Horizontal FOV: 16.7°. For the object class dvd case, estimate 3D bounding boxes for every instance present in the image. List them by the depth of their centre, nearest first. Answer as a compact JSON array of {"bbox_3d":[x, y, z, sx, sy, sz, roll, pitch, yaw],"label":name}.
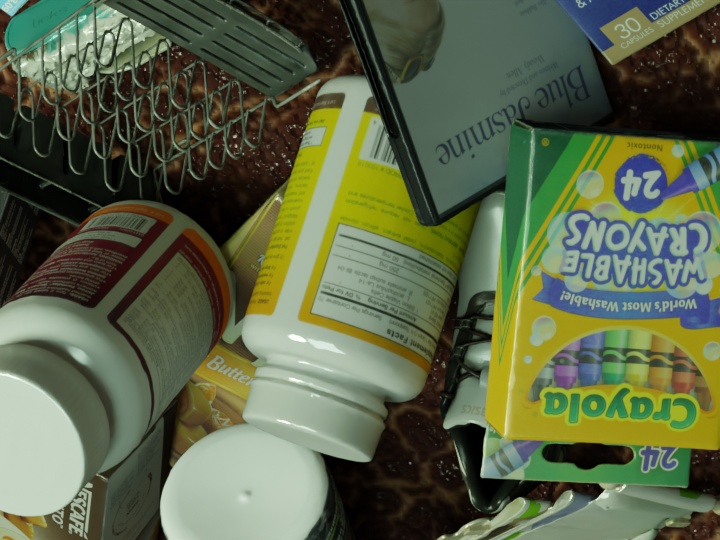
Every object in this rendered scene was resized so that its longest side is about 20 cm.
[{"bbox_3d":[0.055,-0.143,1.331,0.017,0.142,0.201,5,121,55],"label":"dvd case"}]

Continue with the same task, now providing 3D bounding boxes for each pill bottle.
[{"bbox_3d":[0.000,0.000,1.377,0.108,0.109,0.201,16,79,14],"label":"pill bottle"},{"bbox_3d":[-0.155,0.048,1.393,0.109,0.200,0.110,10,120,17],"label":"pill bottle"},{"bbox_3d":[-0.049,0.190,1.513,0.105,0.107,0.201,5,144,19],"label":"pill bottle"}]

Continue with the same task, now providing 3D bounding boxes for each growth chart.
[{"bbox_3d":[0.105,0.161,1.464,0.199,0.144,0.018,-25,61,31],"label":"growth chart"}]

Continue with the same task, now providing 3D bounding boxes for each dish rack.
[{"bbox_3d":[-0.127,-0.096,1.419,0.153,0.055,0.199,26,141,-36],"label":"dish rack"}]

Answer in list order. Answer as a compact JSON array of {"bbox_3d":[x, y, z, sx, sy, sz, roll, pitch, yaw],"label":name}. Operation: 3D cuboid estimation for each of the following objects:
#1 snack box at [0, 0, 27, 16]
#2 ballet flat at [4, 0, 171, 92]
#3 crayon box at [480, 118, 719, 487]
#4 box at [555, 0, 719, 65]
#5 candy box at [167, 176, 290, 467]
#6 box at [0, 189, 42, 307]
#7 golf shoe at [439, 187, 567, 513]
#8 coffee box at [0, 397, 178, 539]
[{"bbox_3d":[-0.184,-0.247,1.405,0.116,0.037,0.200,35,124,-25],"label":"snack box"},{"bbox_3d":[-0.121,-0.161,1.438,0.199,0.072,0.072,-24,104,31],"label":"ballet flat"},{"bbox_3d":[0.139,0.024,1.340,0.125,0.052,0.202,3,99,-11],"label":"crayon box"},{"bbox_3d":[0.123,-0.208,1.293,0.121,0.033,0.200,-29,120,30],"label":"box"},{"bbox_3d":[-0.062,0.043,1.506,0.115,0.055,0.200,45,122,-3],"label":"candy box"},{"bbox_3d":[-0.289,0.005,1.499,0.159,0.201,0.044,2,148,22],"label":"box"},{"bbox_3d":[0.086,0.048,1.430,0.077,0.095,0.202,1,113,22],"label":"golf shoe"},{"bbox_3d":[-0.188,0.139,1.545,0.114,0.080,0.201,30,140,14],"label":"coffee box"}]
